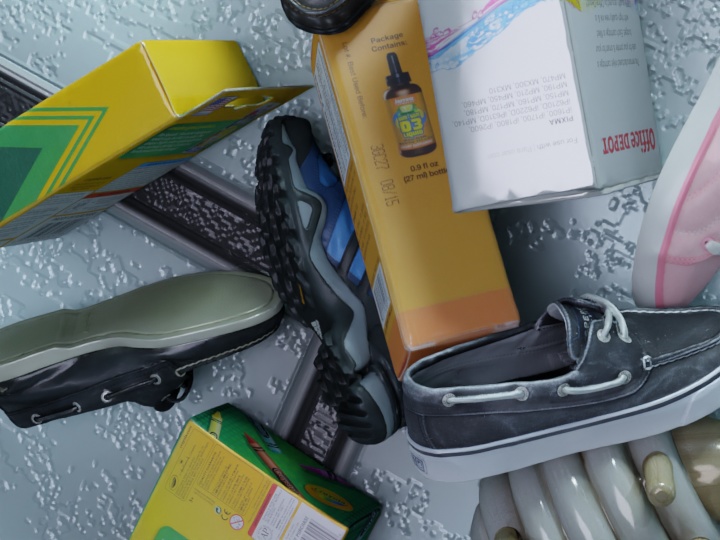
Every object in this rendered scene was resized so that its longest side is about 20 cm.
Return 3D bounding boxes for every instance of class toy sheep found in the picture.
[{"bbox_3d":[0.125,0.136,1.152,0.199,0.138,0.139,-23,87,13],"label":"toy sheep"}]

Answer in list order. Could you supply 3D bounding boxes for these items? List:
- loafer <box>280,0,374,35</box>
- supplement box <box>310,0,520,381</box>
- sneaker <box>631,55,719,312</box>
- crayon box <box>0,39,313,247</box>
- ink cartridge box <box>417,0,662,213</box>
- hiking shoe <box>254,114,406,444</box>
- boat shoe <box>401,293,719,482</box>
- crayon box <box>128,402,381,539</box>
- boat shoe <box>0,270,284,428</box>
[{"bbox_3d":[0.001,-0.227,1.157,0.072,0.072,0.202,16,80,10],"label":"loafer"},{"bbox_3d":[0.027,-0.047,1.172,0.066,0.069,0.202,-12,75,-8],"label":"supplement box"},{"bbox_3d":[0.221,-0.052,1.122,0.104,0.075,0.201,29,102,22],"label":"sneaker"},{"bbox_3d":[-0.140,-0.080,1.238,0.199,0.126,0.052,-28,85,22],"label":"crayon box"},{"bbox_3d":[0.091,-0.137,1.127,0.085,0.147,0.202,-7,92,22],"label":"ink cartridge box"},{"bbox_3d":[0.000,0.000,1.229,0.086,0.074,0.201,-16,75,-20],"label":"hiking shoe"},{"bbox_3d":[0.116,0.046,1.107,0.198,0.072,0.068,-15,121,-7],"label":"boat shoe"},{"bbox_3d":[-0.086,0.197,1.284,0.118,0.058,0.201,32,107,16],"label":"crayon box"},{"bbox_3d":[-0.133,0.055,1.284,0.198,0.075,0.067,-15,117,8],"label":"boat shoe"}]
